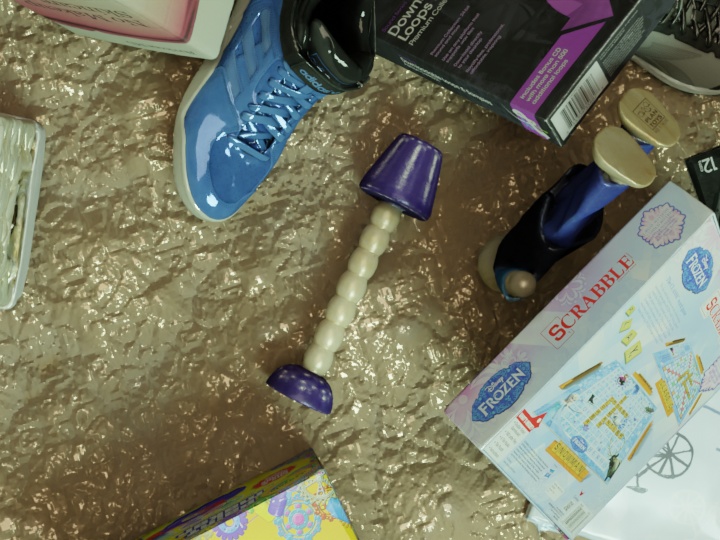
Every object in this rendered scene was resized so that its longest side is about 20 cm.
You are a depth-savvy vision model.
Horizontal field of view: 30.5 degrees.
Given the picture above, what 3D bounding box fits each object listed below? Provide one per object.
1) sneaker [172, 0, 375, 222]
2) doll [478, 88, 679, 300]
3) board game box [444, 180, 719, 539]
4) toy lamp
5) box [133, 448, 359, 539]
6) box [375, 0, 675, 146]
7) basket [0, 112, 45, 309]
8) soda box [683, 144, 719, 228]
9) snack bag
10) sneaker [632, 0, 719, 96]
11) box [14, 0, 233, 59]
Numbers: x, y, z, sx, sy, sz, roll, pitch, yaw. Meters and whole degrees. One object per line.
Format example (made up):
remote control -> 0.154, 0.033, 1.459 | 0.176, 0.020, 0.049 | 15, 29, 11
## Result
sneaker -> -0.053, -0.124, 0.893 | 0.076, 0.111, 0.202 | 29, 81, -39
doll -> 0.136, -0.039, 0.876 | 0.048, 0.200, 0.137 | 38, 55, 0
board game box -> 0.168, 0.068, 0.866 | 0.199, 0.200, 0.041 | -44, 54, -2
toy lamp -> 0.000, 0.000, 0.932 | 0.058, 0.058, 0.202 | 27, 89, -5
box -> -0.075, 0.255, 0.884 | 0.198, 0.122, 0.194 | -26, 92, -5
box -> 0.102, -0.180, 0.889 | 0.143, 0.199, 0.036 | -51, 137, -6
basket -> -0.319, -0.053, 0.863 | 0.197, 0.123, 0.137 | 9, 89, -7
soda box -> 0.298, -0.072, 0.898 | 0.199, 0.070, 0.064 | -21, 93, -50
snack bag -> 0.235, 0.120, 0.970 | 0.186, 0.021, 0.202 | 18, 90, -5
sneaker -> 0.221, -0.178, 0.946 | 0.198, 0.079, 0.075 | 14, 86, -7
box -> -0.173, -0.219, 0.828 | 0.127, 0.200, 0.110 | 14, 87, 24
